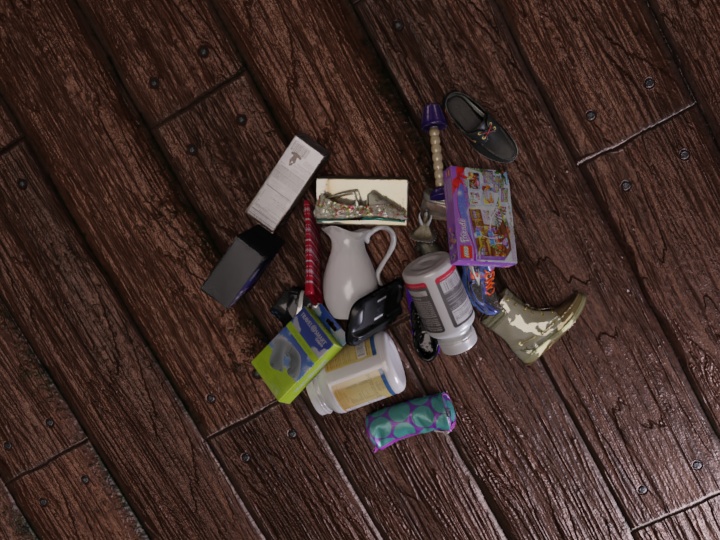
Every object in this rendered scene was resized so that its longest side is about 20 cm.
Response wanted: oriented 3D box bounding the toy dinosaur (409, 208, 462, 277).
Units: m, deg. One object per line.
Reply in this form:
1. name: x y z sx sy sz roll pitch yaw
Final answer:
1. toy dinosaur: 0.159 -0.032 1.667 0.077 0.102 0.201 -27 96 11

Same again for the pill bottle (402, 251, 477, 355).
1. pill bottle: 0.172 0.071 1.607 0.110 0.111 0.201 -21 110 10

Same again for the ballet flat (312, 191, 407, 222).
1. ballet flat: -0.001 -0.132 1.609 0.198 0.076 0.065 2 94 3

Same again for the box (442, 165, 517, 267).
1. box: 0.243 -0.109 1.574 0.136 0.039 0.202 3 75 -21

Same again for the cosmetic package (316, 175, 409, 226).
1. cosmetic package: 0.006 -0.152 1.678 0.198 0.073 0.105 0 101 5

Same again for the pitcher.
1. pitcher: 0.000 0.000 1.693 0.170 0.121 0.202 -3 94 -13

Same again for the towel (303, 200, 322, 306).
1. towel: -0.103 -0.033 1.645 0.022 0.145 0.202 -4 78 4

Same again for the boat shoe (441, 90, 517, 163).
1. boat shoe: 0.251 -0.299 1.628 0.201 0.063 0.074 42 100 -4

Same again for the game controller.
1. game controller: 0.032 0.088 1.658 0.042 0.200 0.105 14 114 30

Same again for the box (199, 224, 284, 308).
1. box: -0.250 -0.014 1.666 0.079 0.200 0.142 35 103 -1

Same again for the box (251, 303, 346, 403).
1. box: -0.131 0.176 1.674 0.200 0.048 0.122 -46 61 8

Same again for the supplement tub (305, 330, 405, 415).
1. supplement tub: -0.013 0.230 1.714 0.199 0.145 0.146 -21 98 10

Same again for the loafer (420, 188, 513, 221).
1. loafer: 0.227 -0.122 1.667 0.198 0.072 0.063 17 119 9

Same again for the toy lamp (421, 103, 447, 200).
1. toy lamp: 0.162 -0.251 1.627 0.058 0.058 0.202 -8 82 8

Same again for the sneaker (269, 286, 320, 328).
1. sneaker: -0.163 0.133 1.757 0.111 0.073 0.202 20 96 7

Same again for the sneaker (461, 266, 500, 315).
1. sneaker: 0.254 0.000 1.637 0.078 0.075 0.201 -20 92 38

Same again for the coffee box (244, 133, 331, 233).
1. coffee box: -0.155 -0.190 1.668 0.079 0.114 0.201 35 104 -1

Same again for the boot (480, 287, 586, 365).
1. boot: 0.376 0.087 1.683 0.155 0.072 0.200 42 103 0

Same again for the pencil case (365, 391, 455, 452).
1. pencil case: 0.114 0.343 1.751 0.198 0.085 0.093 -17 69 10

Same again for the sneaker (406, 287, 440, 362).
1. sneaker: 0.142 0.107 1.694 0.069 0.100 0.202 -8 101 10
